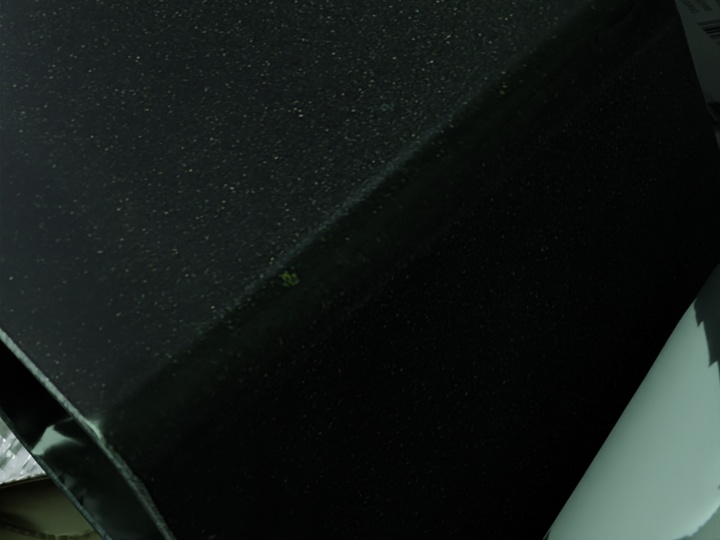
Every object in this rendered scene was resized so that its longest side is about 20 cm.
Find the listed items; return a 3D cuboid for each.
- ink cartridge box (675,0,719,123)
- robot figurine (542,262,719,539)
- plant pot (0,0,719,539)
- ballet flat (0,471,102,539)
[{"bbox_3d":[0.083,-0.114,0.760,0.199,0.146,0.085,-3,59,44],"label":"ink cartridge box"},{"bbox_3d":[0.107,0.073,0.601,0.124,0.150,0.201,28,82,39],"label":"robot figurine"},{"bbox_3d":[-0.013,-0.011,0.662,0.177,0.200,0.199,-40,51,-10],"label":"plant pot"},{"bbox_3d":[-0.110,0.093,0.880,0.199,0.046,0.068,-9,55,42],"label":"ballet flat"}]
